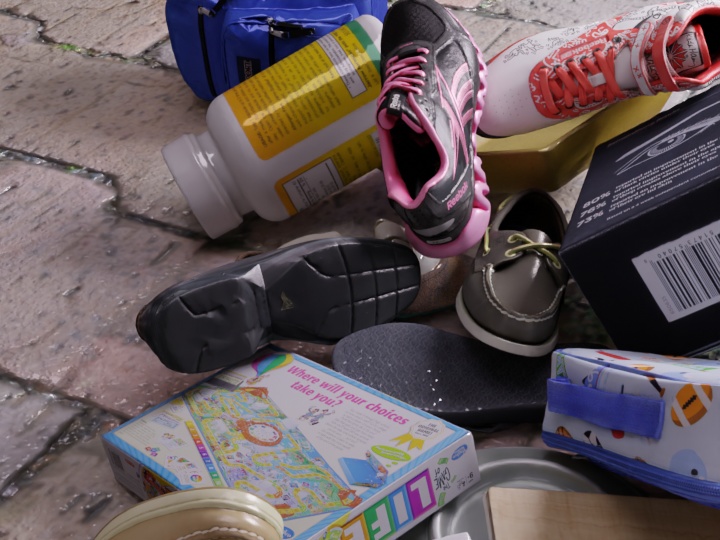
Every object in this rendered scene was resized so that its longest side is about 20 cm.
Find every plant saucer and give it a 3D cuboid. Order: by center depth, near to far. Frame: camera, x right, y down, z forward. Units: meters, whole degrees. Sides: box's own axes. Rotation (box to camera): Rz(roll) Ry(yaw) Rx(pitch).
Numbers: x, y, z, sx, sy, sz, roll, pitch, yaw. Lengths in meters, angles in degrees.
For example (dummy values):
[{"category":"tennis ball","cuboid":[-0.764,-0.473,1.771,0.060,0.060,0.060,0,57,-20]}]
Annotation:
[{"category":"plant saucer","cuboid":[0.092,0.158,0.648,0.199,0.050,0.200,-1,36,1]},{"category":"plant saucer","cuboid":[0.142,-0.113,0.972,0.200,0.049,0.200,-33,23,-35]}]

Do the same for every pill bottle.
[{"category":"pill bottle","cuboid":[-0.052,-0.109,0.938,0.200,0.113,0.113,-30,40,-1]}]

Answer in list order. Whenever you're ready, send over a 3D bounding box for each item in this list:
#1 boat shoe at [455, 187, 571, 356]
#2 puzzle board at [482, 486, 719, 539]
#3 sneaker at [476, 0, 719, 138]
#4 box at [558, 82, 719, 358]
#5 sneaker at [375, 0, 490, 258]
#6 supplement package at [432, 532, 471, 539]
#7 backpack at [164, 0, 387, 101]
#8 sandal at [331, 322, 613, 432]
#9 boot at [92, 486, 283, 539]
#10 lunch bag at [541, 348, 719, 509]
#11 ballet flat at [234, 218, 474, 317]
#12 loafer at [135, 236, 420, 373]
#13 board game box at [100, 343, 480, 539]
[{"category":"boat shoe","cuboid":[0.111,-0.003,0.812,0.072,0.060,0.202,19,23,2]},{"category":"puzzle board","cuboid":[0.164,0.183,0.582,0.199,0.017,0.151,6,49,-12]},{"category":"sneaker","cuboid":[0.178,-0.148,0.849,0.201,0.067,0.108,-20,14,-10]},{"category":"box","cuboid":[0.232,-0.041,0.787,0.148,0.104,0.200,-27,14,30]},{"category":"sneaker","cuboid":[0.041,-0.113,0.816,0.079,0.095,0.201,-17,67,24]},{"category":"supplement package","cuboid":[0.019,0.229,0.481,0.113,0.110,0.200,-9,45,-9]},{"category":"backpack","cuboid":[-0.082,-0.232,1.095,0.199,0.163,0.168,4,40,8]},{"category":"sandal","cuboid":[0.079,0.080,0.770,0.199,0.043,0.076,6,43,-4]},{"category":"boot","cuboid":[-0.117,0.199,0.538,0.200,0.072,0.155,-31,34,18]},{"category":"lunch bag","cuboid":[0.191,0.086,0.637,0.160,0.076,0.200,6,-2,-19]},{"category":"ballet flat","cuboid":[0.000,0.000,0.853,0.199,0.067,0.068,-11,37,-11]},{"category":"loafer","cuboid":[-0.054,0.014,0.787,0.199,0.073,0.072,-10,13,-27]},{"category":"board game box","cuboid":[-0.047,0.110,0.690,0.134,0.034,0.200,-28,28,-30]}]
